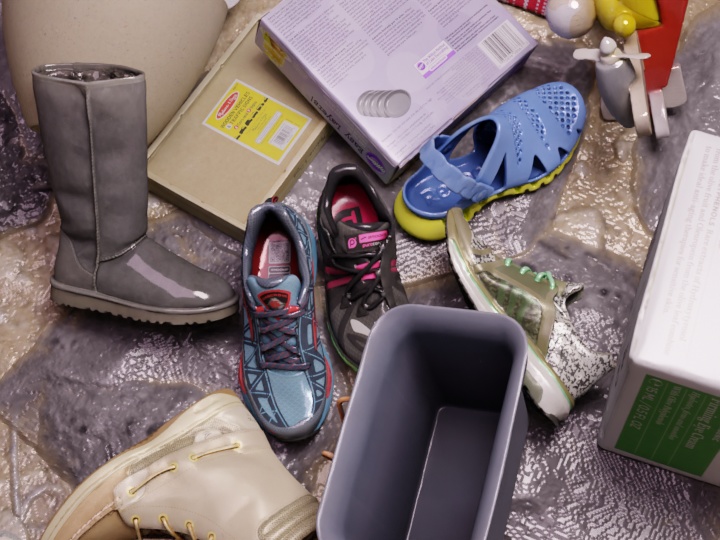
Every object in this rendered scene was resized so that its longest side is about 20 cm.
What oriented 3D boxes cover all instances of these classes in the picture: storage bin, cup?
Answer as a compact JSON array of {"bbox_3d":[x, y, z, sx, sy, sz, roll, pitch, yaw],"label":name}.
[{"bbox_3d":[0.054,0.148,1.011,0.144,0.135,0.202,5,62,22],"label":"storage bin"},{"bbox_3d":[-0.226,-0.183,1.178,0.198,0.200,0.145,11,86,7],"label":"cup"}]

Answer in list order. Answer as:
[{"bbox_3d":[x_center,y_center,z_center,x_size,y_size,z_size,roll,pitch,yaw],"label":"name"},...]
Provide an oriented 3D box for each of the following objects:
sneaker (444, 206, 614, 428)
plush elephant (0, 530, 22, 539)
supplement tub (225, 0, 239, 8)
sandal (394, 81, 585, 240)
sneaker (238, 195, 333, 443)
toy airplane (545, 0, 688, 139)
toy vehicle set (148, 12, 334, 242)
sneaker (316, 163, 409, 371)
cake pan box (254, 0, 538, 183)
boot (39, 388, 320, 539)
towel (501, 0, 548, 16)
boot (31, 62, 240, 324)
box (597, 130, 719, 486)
[{"bbox_3d":[0.138,0.026,1.104,0.088,0.077,0.201,-30,74,-1],"label":"sneaker"},{"bbox_3d":[-0.368,0.232,0.974,0.163,0.155,0.201,27,67,15],"label":"plush elephant"},{"bbox_3d":[-0.208,-0.315,1.245,0.198,0.132,0.133,10,64,16],"label":"supplement tub"},{"bbox_3d":[0.117,-0.105,1.169,0.199,0.087,0.080,-36,66,-17],"label":"sandal"},{"bbox_3d":[-0.071,0.037,1.090,0.078,0.096,0.202,-9,72,4],"label":"sneaker"},{"bbox_3d":[0.226,-0.209,1.158,0.139,0.200,0.202,4,92,0],"label":"toy airplane"},{"bbox_3d":[-0.097,-0.131,1.221,0.123,0.027,0.201,29,68,15],"label":"toy vehicle set"},{"bbox_3d":[0.000,0.000,1.120,0.076,0.084,0.202,-16,64,-5],"label":"sneaker"},{"bbox_3d":[0.035,-0.209,1.216,0.184,0.052,0.200,46,70,4],"label":"cake pan box"},{"bbox_3d":[-0.131,0.204,1.028,0.199,0.073,0.155,-35,65,-21],"label":"boot"},{"bbox_3d":[0.113,-0.322,1.247,0.198,0.146,0.023,22,44,12],"label":"towel"},{"bbox_3d":[-0.182,-0.063,1.102,0.179,0.073,0.203,7,105,4],"label":"boot"},{"bbox_3d":[0.293,0.043,1.024,0.169,0.200,0.202,16,66,10],"label":"box"}]
